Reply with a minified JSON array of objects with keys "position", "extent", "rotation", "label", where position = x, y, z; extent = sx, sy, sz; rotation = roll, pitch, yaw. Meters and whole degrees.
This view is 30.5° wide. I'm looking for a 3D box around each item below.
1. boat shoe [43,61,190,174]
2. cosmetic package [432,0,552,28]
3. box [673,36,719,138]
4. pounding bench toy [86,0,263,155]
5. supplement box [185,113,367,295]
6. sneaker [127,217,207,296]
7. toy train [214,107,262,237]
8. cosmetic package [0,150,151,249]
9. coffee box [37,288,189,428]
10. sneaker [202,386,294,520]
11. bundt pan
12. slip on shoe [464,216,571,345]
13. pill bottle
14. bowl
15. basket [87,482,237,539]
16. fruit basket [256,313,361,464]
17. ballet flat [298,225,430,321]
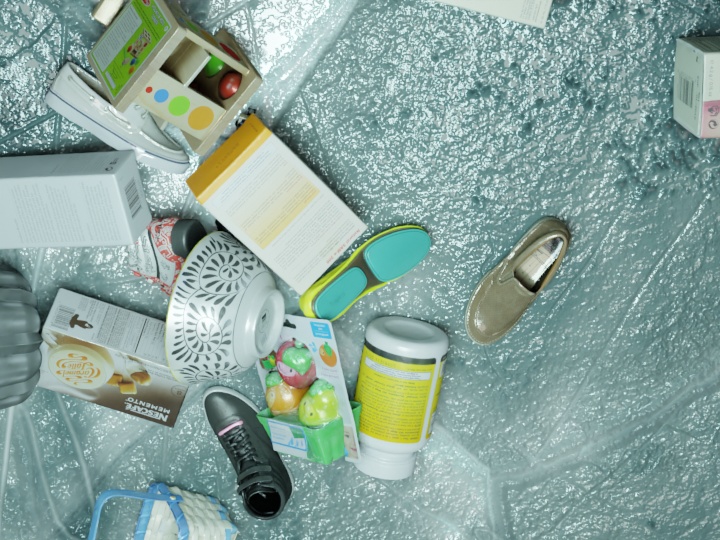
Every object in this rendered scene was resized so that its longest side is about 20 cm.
[{"position":[-0.296,-0.195,1.659],"extent":[0.200,0.071,0.070],"rotation":[31,107,-5],"label":"boat shoe"},{"position":[0.131,-0.356,1.606],"extent":[0.199,0.105,0.071],"rotation":[13,105,-8],"label":"cosmetic package"},{"position":[0.505,-0.233,1.648],"extent":[0.199,0.128,0.109],"rotation":[-2,108,-1],"label":"box"},{"position":[-0.233,-0.262,1.616],"extent":[0.156,0.200,0.124],"rotation":[28,110,-43],"label":"pounding bench toy"},{"position":[-0.105,-0.083,1.665],"extent":[0.126,0.074,0.200],"rotation":[-45,119,2],"label":"supplement box"},{"position":[-0.237,0.011,1.732],"extent":[0.108,0.067,0.202],"rotation":[5,134,26],"label":"sneaker"},{"position":[-0.161,-0.111,1.700],"extent":[0.034,0.046,0.200],"rotation":[12,107,-6],"label":"toy train"},{"position":[-0.374,-0.087,1.650],"extent":[0.199,0.071,0.102],"rotation":[-1,120,15],"label":"cosmetic package"},{"position":[-0.319,0.116,1.730],"extent":[0.200,0.080,0.114],"rotation":[19,131,-8],"label":"coffee box"},{"position":[-0.152,0.251,1.788],"extent":[0.071,0.099,0.200],"rotation":[-28,105,8],"label":"sneaker"},{"position":[-0.459,0.085,1.682],"extent":[0.076,0.202,0.202],"rotation":[-3,110,-29],"label":"bundt pan"},{"position":[0.209,0.019,1.750],"extent":[0.076,0.061,0.200],"rotation":[37,102,-13],"label":"slip on shoe"},{"position":[0.047,0.172,1.764],"extent":[0.112,0.112,0.201],"rotation":[9,107,-5],"label":"pill bottle"},{"position":[-0.155,0.057,1.655],"extent":[0.094,0.201,0.201],"rotation":[13,109,20],"label":"bowl"},{"position":[-0.282,0.382,1.792],"extent":[0.200,0.139,0.177],"rotation":[8,110,-37],"label":"basket"},{"position":[-0.082,0.152,1.731],"extent":[0.094,0.185,0.200],"rotation":[-32,115,-36],"label":"fruit basket"},{"position":[0.000,0.000,1.725],"extent":[0.200,0.067,0.067],"rotation":[-35,109,-21],"label":"ballet flat"}]
